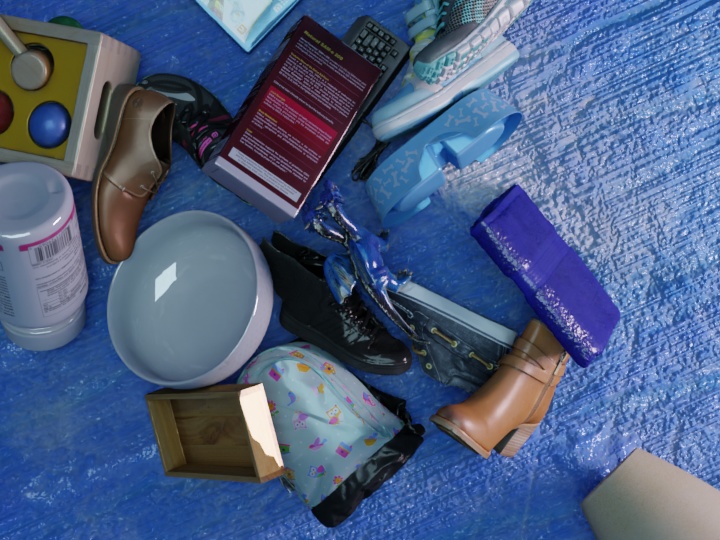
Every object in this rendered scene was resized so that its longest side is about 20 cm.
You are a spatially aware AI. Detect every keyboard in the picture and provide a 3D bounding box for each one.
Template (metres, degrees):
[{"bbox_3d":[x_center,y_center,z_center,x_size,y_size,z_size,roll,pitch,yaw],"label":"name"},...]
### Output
[{"bbox_3d":[-0.007,-0.181,1.469,0.127,0.021,0.200,36,92,-1],"label":"keyboard"}]

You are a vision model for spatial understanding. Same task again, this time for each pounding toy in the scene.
[{"bbox_3d":[-0.360,-0.213,1.391,0.184,0.142,0.201,12,91,15],"label":"pounding toy"}]

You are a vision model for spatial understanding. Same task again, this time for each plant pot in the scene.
[{"bbox_3d":[0.348,0.300,1.417,0.187,0.187,0.200,-44,77,1],"label":"plant pot"}]

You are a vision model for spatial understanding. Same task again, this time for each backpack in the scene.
[{"bbox_3d":[-0.047,0.168,1.425,0.167,0.127,0.200,-43,88,4],"label":"backpack"}]

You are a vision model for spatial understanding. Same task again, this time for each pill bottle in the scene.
[{"bbox_3d":[-0.355,-0.010,1.377,0.113,0.200,0.114,2,49,-2],"label":"pill bottle"}]

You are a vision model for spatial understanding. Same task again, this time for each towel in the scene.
[{"bbox_3d":[0.203,0.006,1.422,0.050,0.148,0.200,-39,91,30],"label":"towel"}]

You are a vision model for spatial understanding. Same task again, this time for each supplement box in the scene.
[{"bbox_3d":[-0.074,-0.165,1.396,0.109,0.061,0.200,35,75,-15],"label":"supplement box"}]

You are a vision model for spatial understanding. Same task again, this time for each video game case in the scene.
[{"bbox_3d":[-0.150,-0.369,1.464,0.200,0.018,0.143,45,90,-1],"label":"video game case"}]

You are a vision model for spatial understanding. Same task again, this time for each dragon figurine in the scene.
[{"bbox_3d":[0.000,0.000,1.369,0.059,0.099,0.201,-34,66,33],"label":"dragon figurine"}]

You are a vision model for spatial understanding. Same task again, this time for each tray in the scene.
[{"bbox_3d":[-0.163,0.177,1.397,0.037,0.200,0.099,-18,96,-37],"label":"tray"}]

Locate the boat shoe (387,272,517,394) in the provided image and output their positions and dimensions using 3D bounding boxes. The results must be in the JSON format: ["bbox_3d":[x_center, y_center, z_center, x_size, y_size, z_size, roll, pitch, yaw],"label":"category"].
[{"bbox_3d":[0.073,0.069,1.450,0.200,0.071,0.091,26,91,-1],"label":"boat shoe"}]

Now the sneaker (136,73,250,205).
[{"bbox_3d":[-0.170,-0.154,1.437,0.200,0.084,0.077,39,90,-1],"label":"sneaker"}]

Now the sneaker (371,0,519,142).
[{"bbox_3d":[0.068,-0.238,1.430,0.200,0.080,0.131,-34,89,-22],"label":"sneaker"}]

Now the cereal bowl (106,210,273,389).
[{"bbox_3d":[-0.180,0.039,1.425,0.199,0.083,0.201,-9,68,22],"label":"cereal bowl"}]

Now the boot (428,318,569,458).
[{"bbox_3d":[0.163,0.126,1.397,0.077,0.200,0.156,35,98,36],"label":"boot"}]

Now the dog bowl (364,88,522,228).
[{"bbox_3d":[0.089,-0.129,1.430,0.200,0.111,0.050,-38,77,1],"label":"dog bowl"}]

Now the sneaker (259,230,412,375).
[{"bbox_3d":[-0.026,0.036,1.426,0.199,0.060,0.104,23,122,18],"label":"sneaker"}]

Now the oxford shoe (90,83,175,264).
[{"bbox_3d":[-0.246,-0.100,1.399,0.071,0.071,0.201,15,100,21],"label":"oxford shoe"}]

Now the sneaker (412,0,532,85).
[{"bbox_3d":[0.109,-0.279,1.378,0.091,0.078,0.200,43,60,3],"label":"sneaker"}]
